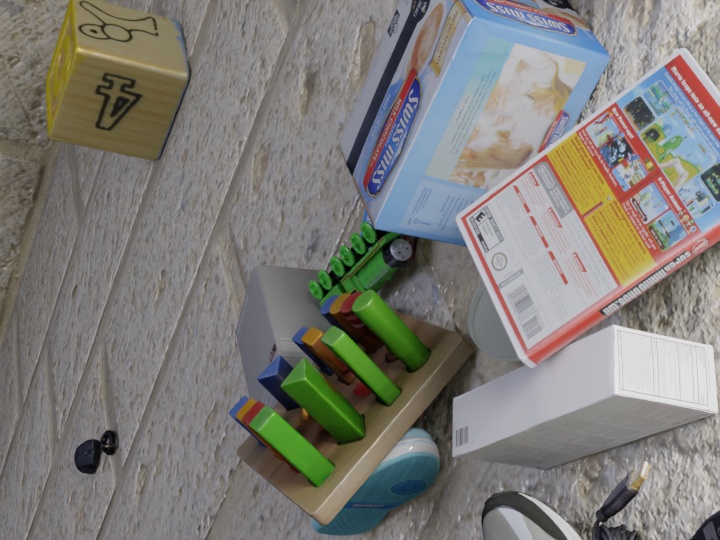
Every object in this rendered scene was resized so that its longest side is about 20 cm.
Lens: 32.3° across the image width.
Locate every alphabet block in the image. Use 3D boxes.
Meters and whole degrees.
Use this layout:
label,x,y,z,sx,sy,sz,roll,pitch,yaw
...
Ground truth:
label,x,y,z,sx,sy,sz,roll,pitch,yaw
alphabet block,-0.429,-0.336,2.177,0.196,0.199,0.197,-108,37,-49

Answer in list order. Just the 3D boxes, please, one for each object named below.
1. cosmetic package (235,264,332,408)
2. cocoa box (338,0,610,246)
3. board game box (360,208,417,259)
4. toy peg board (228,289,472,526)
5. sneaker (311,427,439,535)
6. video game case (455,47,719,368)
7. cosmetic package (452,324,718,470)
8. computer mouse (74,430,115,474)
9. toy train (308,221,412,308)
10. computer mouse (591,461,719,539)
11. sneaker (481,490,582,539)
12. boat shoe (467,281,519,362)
label,x,y,z,sx,sy,sz,roll,pitch,yaw
cosmetic package,-0.073,0.094,1.336,0.200,0.090,0.107,-114,36,-50
cocoa box,0.087,-0.136,1.025,0.201,0.133,0.132,-64,29,30
board game box,0.041,-0.112,1.257,0.103,0.019,0.201,5,85,65
toy peg board,-0.035,0.095,1.122,0.200,0.098,0.199,-48,24,-11
sneaker,0.005,0.156,1.152,0.200,0.079,0.131,-46,41,50
video game case,0.165,-0.043,0.830,0.200,0.017,0.143,-37,44,17
cosmetic package,0.147,0.092,0.859,0.200,0.082,0.051,-35,46,57
computer mouse,-0.471,0.318,2.194,0.200,0.034,0.059,-37,47,56
toy train,0.000,0.000,1.245,0.057,0.042,0.200,58,151,7
computer mouse,0.204,0.172,0.748,0.200,0.046,0.141,112,152,-51
sneaker,0.119,0.240,0.823,0.074,0.079,0.201,-43,52,41
boat shoe,0.147,-0.003,0.950,0.062,0.073,0.200,-45,-12,-43
